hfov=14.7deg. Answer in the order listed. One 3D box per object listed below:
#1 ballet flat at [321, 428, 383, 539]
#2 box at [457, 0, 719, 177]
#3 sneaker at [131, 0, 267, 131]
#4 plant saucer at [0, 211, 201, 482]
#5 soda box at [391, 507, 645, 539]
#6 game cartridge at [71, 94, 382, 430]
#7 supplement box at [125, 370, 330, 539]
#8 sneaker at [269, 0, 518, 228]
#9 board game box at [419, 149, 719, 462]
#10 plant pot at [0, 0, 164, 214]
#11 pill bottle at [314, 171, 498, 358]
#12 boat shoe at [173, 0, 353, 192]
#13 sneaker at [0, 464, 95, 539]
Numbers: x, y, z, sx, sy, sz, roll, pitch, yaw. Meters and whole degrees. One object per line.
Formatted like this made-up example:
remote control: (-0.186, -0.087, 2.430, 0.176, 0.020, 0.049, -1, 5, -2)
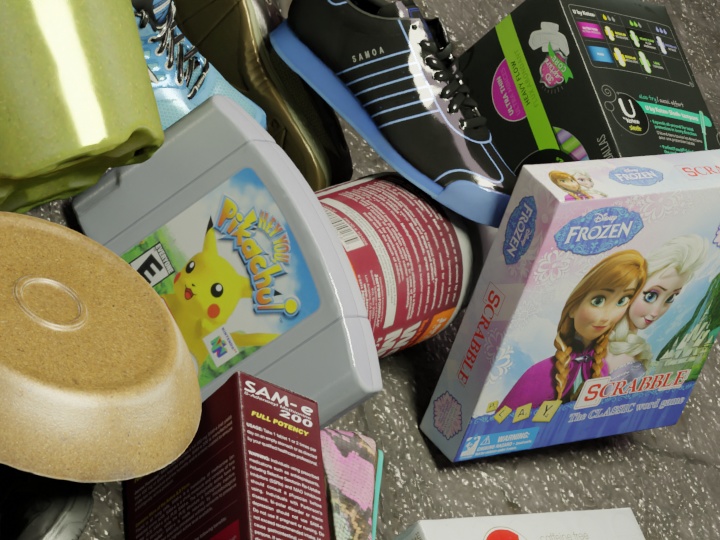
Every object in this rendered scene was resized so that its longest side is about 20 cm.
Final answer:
ballet flat: (-0.020, 0.169, 1.580, 0.071, 0.069, 0.200, 12, 44, -16)
box: (0.153, -0.070, 1.891, 0.124, 0.148, 0.200, 6, 55, -43)
sneaker: (-0.134, -0.135, 1.692, 0.200, 0.090, 0.078, 35, 38, -20)
plant saucer: (-0.169, 0.028, 1.463, 0.200, 0.035, 0.200, 21, 32, -14)
soda box: (0.094, 0.189, 1.675, 0.200, 0.064, 0.068, 2, 57, -47)
game cartridge: (-0.073, 0.007, 1.597, 0.200, 0.133, 0.040, 62, 19, 16)
supplement box: (-0.069, 0.168, 1.483, 0.061, 0.109, 0.200, 22, 45, -33)
sneaker: (0.034, -0.112, 1.709, 0.200, 0.078, 0.070, 42, 22, 13)
board game box: (0.153, 0.020, 1.748, 0.200, 0.200, 0.041, -7, 39, -38)
plant pot: (-0.200, -0.132, 1.558, 0.200, 0.200, 0.185, -16, 82, -52)
pill bottle: (0.000, 0.000, 1.701, 0.200, 0.110, 0.110, -19, 74, -52)
boat shoe: (-0.069, -0.131, 1.782, 0.066, 0.072, 0.201, -17, 77, -58)
sneaker: (-0.183, 0.082, 1.483, 0.104, 0.060, 0.200, 40, 34, -12)
